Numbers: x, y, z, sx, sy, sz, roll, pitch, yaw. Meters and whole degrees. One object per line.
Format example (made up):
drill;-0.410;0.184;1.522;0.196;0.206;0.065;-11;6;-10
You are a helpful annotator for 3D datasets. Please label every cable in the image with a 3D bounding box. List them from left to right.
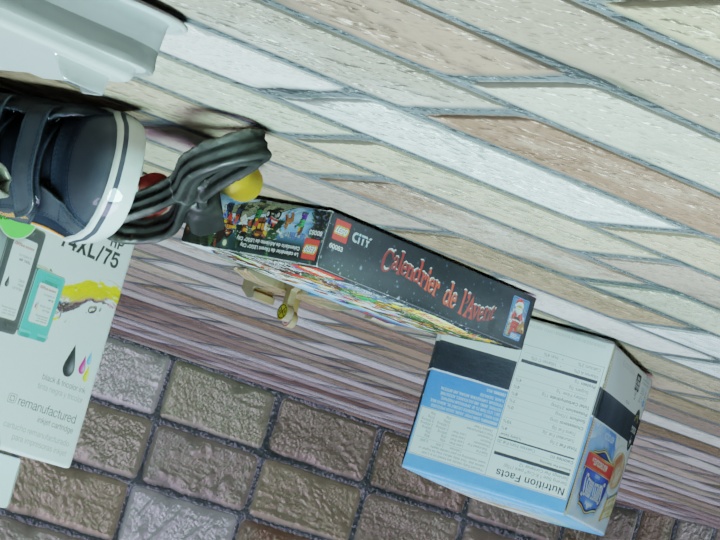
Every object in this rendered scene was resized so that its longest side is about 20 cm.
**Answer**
cable;-0.097;-0.054;1.436;0.096;0.051;0.200;-8;169;-6

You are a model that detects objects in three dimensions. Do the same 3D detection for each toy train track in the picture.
toy train track;-0.035;0.033;2.165;0.114;0.033;0.199;21;172;-36

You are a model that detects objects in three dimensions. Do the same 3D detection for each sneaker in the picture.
sneaker;-0.186;-0.061;1.485;0.079;0.079;0.200;15;176;-24

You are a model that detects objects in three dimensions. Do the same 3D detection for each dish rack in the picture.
dish rack;-0.190;-0.120;1.114;0.199;0.044;0.171;21;173;-40

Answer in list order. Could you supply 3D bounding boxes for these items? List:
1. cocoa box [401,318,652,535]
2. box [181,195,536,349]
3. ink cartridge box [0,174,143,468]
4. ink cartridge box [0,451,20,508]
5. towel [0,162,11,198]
cocoa box;0.126;0.113;1.956;0.132;0.132;0.200;15;174;16
box;0.000;0.000;1.720;0.199;0.038;0.136;22;172;-42
ink cartridge box;-0.256;0.005;1.710;0.145;0.201;0.146;11;172;38
ink cartridge box;-0.328;0.108;1.697;0.199;0.040;0.099;20;173;-37
towel;-0.302;-0.093;1.387;0.198;0.035;0.193;-1;148;21
